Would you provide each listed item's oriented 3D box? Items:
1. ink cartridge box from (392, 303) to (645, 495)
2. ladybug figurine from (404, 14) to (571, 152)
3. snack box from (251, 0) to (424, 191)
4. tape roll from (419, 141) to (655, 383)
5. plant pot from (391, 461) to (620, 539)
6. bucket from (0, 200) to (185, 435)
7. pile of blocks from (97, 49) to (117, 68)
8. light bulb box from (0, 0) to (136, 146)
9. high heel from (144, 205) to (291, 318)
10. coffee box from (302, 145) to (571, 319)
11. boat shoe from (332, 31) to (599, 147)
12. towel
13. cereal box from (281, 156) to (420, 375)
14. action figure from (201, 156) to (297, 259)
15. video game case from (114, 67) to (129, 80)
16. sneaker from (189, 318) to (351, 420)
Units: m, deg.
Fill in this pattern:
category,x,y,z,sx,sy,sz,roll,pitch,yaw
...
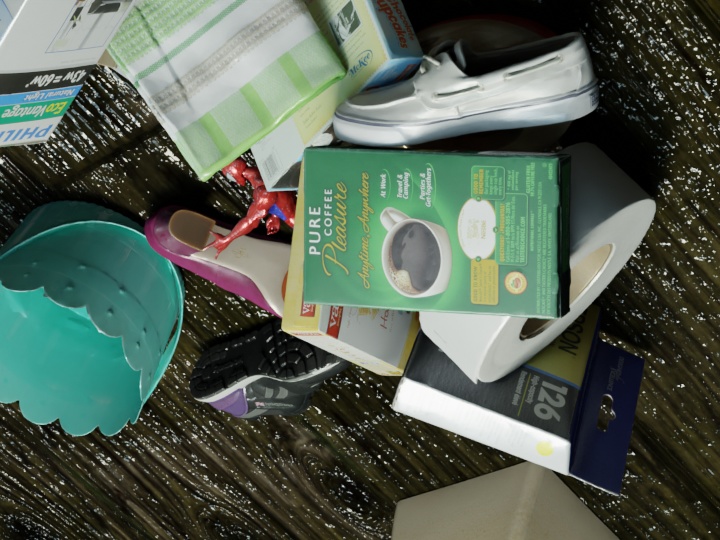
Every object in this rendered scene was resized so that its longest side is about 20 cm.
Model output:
category,x,y,z,sx,sy,sz,roll,pitch,yaw
ink cartridge box,0.143,0.081,1.630,0.200,0.198,0.047,19,125,2
ladybug figurine,0.089,-0.144,1.511,0.200,0.072,0.136,-13,128,35
snack box,-0.033,-0.162,1.523,0.037,0.116,0.200,-7,157,-37
tape roll,0.140,-0.005,1.532,0.071,0.202,0.203,45,142,16
plant pot,0.141,0.337,1.921,0.200,0.177,0.200,-22,122,40
bucket,-0.270,0.042,1.823,0.207,0.135,0.207,14,139,12
pile of blocks,-0.171,-0.193,1.543,0.200,0.082,0.062,19,180,10
light bulb box,-0.288,-0.227,1.459,0.198,0.125,0.200,51,124,19
high heel,-0.104,-0.004,1.778,0.200,0.067,0.096,33,168,-17
coffee box,0.055,-0.031,1.426,0.200,0.044,0.123,2,99,20
boat shoe,0.073,-0.137,1.418,0.200,0.072,0.066,-4,115,19
towel,-0.123,-0.189,1.480,0.149,0.031,0.200,-37,82,13
cereal box,0.000,0.000,1.588,0.039,0.144,0.200,1,168,24
action figure,-0.056,-0.025,1.706,0.200,0.065,0.099,39,125,-18
video game case,-0.200,-0.246,1.574,0.200,0.022,0.182,34,138,-14
sneaker,-0.065,0.096,1.855,0.200,0.076,0.088,-16,141,41
